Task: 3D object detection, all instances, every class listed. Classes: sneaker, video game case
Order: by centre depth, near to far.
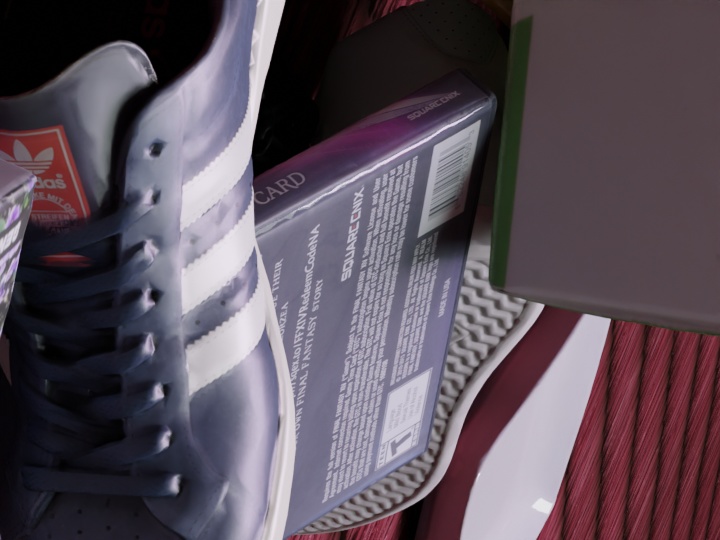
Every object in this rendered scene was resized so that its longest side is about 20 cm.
[{"bbox_3d":[-0.058,-0.008,0.616,0.084,0.075,0.201,12,77,-72],"label":"sneaker"},{"bbox_3d":[-0.050,0.042,0.749,0.200,0.019,0.143,-29,147,-31],"label":"video game case"},{"bbox_3d":[0.000,0.000,0.915,0.200,0.074,0.118,130,-34,-48],"label":"sneaker"}]

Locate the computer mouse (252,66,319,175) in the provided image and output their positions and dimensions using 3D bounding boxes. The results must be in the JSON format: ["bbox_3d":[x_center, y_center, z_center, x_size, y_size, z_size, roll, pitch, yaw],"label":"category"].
[{"bbox_3d":[-0.055,0.039,0.813,0.140,0.046,0.200,2,111,-78],"label":"computer mouse"}]

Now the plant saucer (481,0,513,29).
[{"bbox_3d":[0.050,-0.166,0.823,0.200,0.048,0.200,22,79,-77],"label":"plant saucer"}]

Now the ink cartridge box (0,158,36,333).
[{"bbox_3d":[-0.128,0.075,0.584,0.109,0.050,0.200,-44,153,-59],"label":"ink cartridge box"}]

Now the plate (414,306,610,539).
[{"bbox_3d":[0.067,0.107,1.437,0.200,0.032,0.200,-54,161,-46],"label":"plate"}]

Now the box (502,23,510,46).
[{"bbox_3d":[0.142,-0.114,1.060,0.124,0.148,0.200,-45,161,-15],"label":"box"}]

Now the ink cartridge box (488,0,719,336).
[{"bbox_3d":[0.103,-0.080,0.827,0.200,0.084,0.146,-43,140,-69],"label":"ink cartridge box"}]
